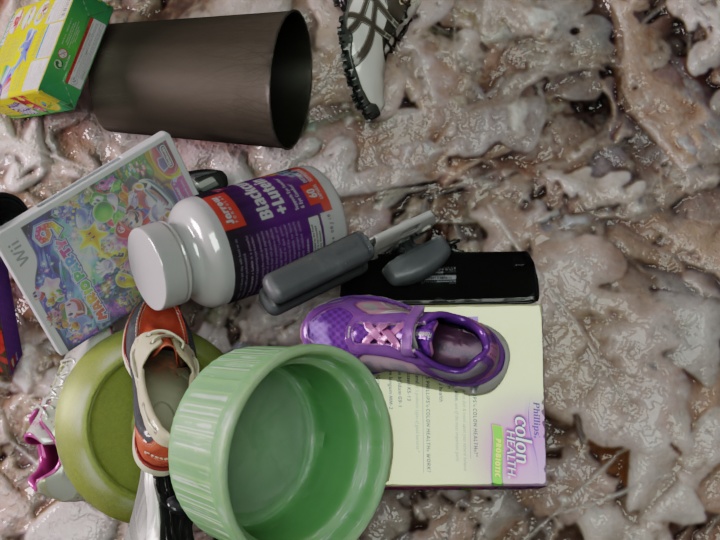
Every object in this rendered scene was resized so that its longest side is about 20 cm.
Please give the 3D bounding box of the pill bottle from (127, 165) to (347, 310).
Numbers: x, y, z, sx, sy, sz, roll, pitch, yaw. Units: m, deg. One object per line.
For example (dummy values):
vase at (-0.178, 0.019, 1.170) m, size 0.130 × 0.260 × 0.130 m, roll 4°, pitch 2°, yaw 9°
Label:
pill bottle at (-0.122, -0.028, 1.290) m, size 0.200 × 0.111 × 0.112 m, roll -19°, pitch 77°, yaw -30°

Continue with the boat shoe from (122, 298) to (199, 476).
boat shoe at (-0.186, 0.095, 1.234) m, size 0.071 × 0.063 × 0.200 m, roll 7°, pitch 47°, yaw -16°

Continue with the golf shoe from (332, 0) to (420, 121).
golf shoe at (0.020, -0.259, 1.385) m, size 0.094 × 0.078 × 0.201 m, roll -7°, pitch 80°, yaw 1°

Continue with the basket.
basket at (-0.166, -0.198, 1.349) m, size 0.199 × 0.180 × 0.136 m, roll 3°, pitch 117°, yaw 12°

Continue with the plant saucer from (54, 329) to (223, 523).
plant saucer at (-0.200, 0.152, 1.296) m, size 0.200 × 0.031 × 0.201 m, roll 3°, pitch 83°, yaw -23°

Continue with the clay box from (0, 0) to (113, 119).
clay box at (-0.333, -0.221, 1.360) m, size 0.048 × 0.200 × 0.115 m, roll 25°, pitch 79°, yaw -31°

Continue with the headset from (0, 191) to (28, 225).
headset at (-0.379, -0.031, 1.339) m, size 0.200 × 0.123 × 0.094 m, roll 23°, pitch 80°, yaw -17°

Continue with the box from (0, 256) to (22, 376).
box at (-0.419, 0.014, 1.298) m, size 0.136 × 0.200 × 0.039 m, roll 7°, pitch 39°, yaw 6°

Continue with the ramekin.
ramekin at (-0.075, 0.160, 1.170) m, size 0.098 × 0.200 × 0.200 m, roll 4°, pitch 75°, yaw 46°

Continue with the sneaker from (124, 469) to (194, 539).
sneaker at (-0.191, 0.231, 1.236) m, size 0.079 × 0.074 × 0.201 m, roll -20°, pitch 59°, yaw 39°

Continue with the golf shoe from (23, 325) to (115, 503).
golf shoe at (-0.288, 0.134, 1.309) m, size 0.091 × 0.075 × 0.201 m, roll 5°, pitch 76°, yaw -32°

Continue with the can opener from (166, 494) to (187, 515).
can opener at (-0.110, 0.201, 1.256) m, size 0.079 × 0.200 × 0.064 m, roll 27°, pitch 113°, yaw 30°

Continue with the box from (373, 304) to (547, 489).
box at (0.080, 0.128, 1.297) m, size 0.199 × 0.097 × 0.176 m, roll -1°, pitch 79°, yaw 3°

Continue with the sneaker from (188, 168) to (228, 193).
sneaker at (-0.218, -0.025, 1.363) m, size 0.200 × 0.075 × 0.116 m, roll -24°, pitch 107°, yaw -19°

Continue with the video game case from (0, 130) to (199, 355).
video game case at (-0.245, -0.027, 1.292) m, size 0.200 × 0.018 × 0.143 m, roll -34°, pitch 119°, yaw -19°

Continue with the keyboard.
keyboard at (0.081, 0.012, 1.336) m, size 0.199 × 0.040 × 0.104 m, roll 0°, pitch 41°, yaw 5°

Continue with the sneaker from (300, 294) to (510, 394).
sneaker at (0.042, 0.063, 1.218) m, size 0.200 × 0.088 × 0.081 m, roll 9°, pitch 81°, yaw 5°

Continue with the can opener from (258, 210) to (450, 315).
can opener at (0.000, 0.000, 1.275) m, size 0.200 × 0.053 × 0.067 m, roll -26°, pitch 71°, yaw -25°
